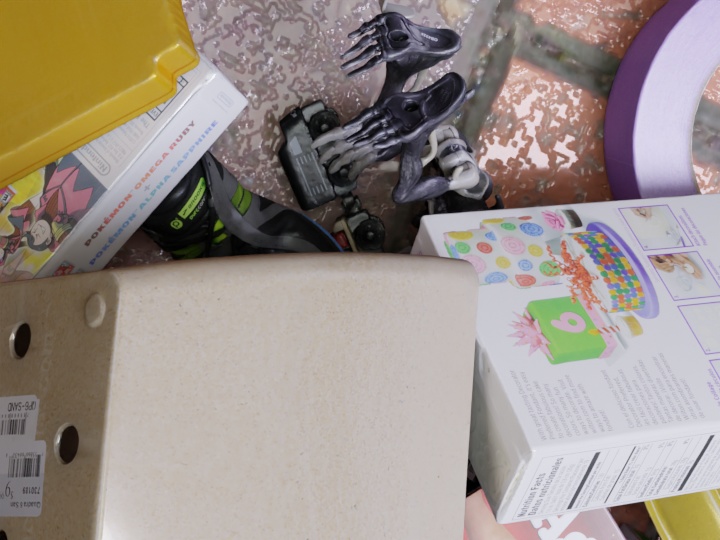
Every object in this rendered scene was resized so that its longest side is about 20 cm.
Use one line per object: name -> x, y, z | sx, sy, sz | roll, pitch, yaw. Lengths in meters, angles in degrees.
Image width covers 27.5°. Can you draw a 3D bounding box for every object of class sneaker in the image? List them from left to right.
sneaker -> -0.086, -0.026, 0.805 | 0.199, 0.083, 0.071 | 39, 101, -3

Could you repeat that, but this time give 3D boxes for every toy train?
toy train -> 0.000, 0.000, 0.852 | 0.045, 0.034, 0.202 | -23, 99, 2

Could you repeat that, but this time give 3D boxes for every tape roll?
tape roll -> 0.245, -0.077, 0.854 | 0.198, 0.066, 0.203 | -1, 99, -7

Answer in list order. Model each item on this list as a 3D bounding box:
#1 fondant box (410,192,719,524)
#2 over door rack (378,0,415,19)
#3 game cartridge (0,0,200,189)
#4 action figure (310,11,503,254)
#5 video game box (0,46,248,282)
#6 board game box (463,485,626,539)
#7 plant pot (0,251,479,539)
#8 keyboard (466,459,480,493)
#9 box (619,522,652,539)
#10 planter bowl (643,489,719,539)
fondant box -> 0.135, 0.036, 0.722 | 0.198, 0.145, 0.059 | -4, 138, -23
over door rack -> 0.097, -0.200, 0.775 | 0.198, 0.148, 0.067 | -4, 129, -6
game cartridge -> -0.182, -0.141, 0.742 | 0.175, 0.032, 0.202 | -25, 67, 12
action figure -> 0.025, -0.041, 0.784 | 0.101, 0.201, 0.120 | -14, 55, 2
video game box -> -0.183, -0.081, 0.762 | 0.182, 0.047, 0.200 | -46, 62, 0
board game box -> 0.107, 0.193, 0.712 | 0.102, 0.019, 0.201 | -32, 86, 2
plant pot -> -0.083, 0.084, 0.656 | 0.176, 0.198, 0.202 | 15, 76, -44
keyboard -> 0.067, 0.121, 0.814 | 0.104, 0.200, 0.040 | 39, 132, 1
box -> 0.157, 0.264, 0.822 | 0.096, 0.200, 0.177 | 37, 93, -10
planter bowl -> 0.248, 0.099, 0.810 | 0.199, 0.083, 0.202 | 18, 54, -27
